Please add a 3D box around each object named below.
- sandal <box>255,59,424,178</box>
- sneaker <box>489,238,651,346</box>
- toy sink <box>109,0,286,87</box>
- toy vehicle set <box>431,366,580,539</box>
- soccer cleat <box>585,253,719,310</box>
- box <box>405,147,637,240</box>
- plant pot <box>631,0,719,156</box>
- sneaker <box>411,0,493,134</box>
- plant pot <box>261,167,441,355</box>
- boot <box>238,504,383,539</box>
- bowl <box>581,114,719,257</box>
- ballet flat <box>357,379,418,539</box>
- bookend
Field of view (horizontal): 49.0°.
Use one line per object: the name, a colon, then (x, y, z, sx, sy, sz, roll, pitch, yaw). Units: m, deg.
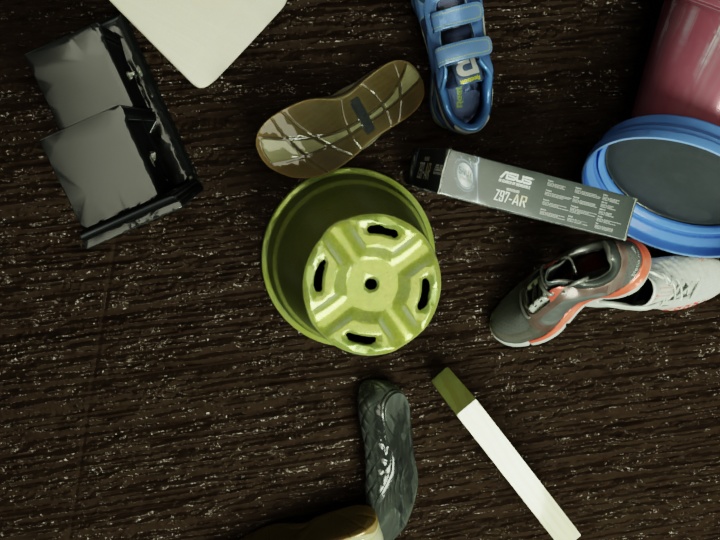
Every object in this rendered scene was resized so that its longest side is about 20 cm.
sandal: (-0.021, -0.161, 0.844, 0.199, 0.054, 0.081, -32, 108, -17)
sneaker: (0.205, 0.015, 0.846, 0.081, 0.078, 0.199, 16, 140, -41)
toy sink: (-0.187, -0.297, 0.753, 0.130, 0.112, 0.200, -46, 121, 2)
toy vehicle set: (0.160, 0.206, 0.887, 0.026, 0.124, 0.201, -38, 102, 0)
soccer cleat: (0.335, 0.017, 0.901, 0.197, 0.085, 0.070, -1, 99, -8)
box: (0.158, -0.082, 0.823, 0.197, 0.160, 0.044, 13, 97, -9)
plant pot: (0.384, -0.219, 0.828, 0.198, 0.200, 0.181, 19, 111, -10)
sneaker: (0.100, -0.233, 0.809, 0.073, 0.082, 0.202, -15, 118, 0)
plant pot: (0.000, 0.000, 0.801, 0.197, 0.184, 0.203, -1, 99, -8)
boot: (-0.054, 0.365, 0.910, 0.198, 0.073, 0.157, -18, 110, 5)
bowl: (0.335, -0.088, 0.834, 0.200, 0.200, 0.040, 34, 70, -11)
ballet flat: (0.029, 0.222, 0.918, 0.066, 0.057, 0.203, -10, 107, -34)
bookend: (-0.237, -0.141, 0.738, 0.091, 0.199, 0.202, -23, 101, -1)
